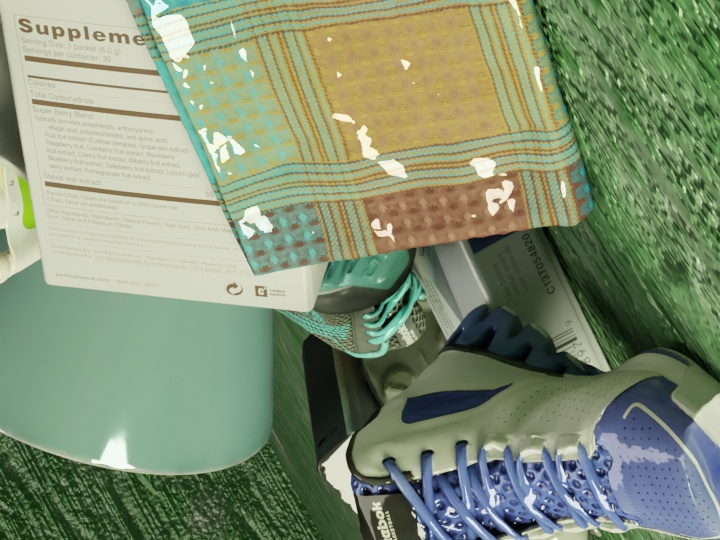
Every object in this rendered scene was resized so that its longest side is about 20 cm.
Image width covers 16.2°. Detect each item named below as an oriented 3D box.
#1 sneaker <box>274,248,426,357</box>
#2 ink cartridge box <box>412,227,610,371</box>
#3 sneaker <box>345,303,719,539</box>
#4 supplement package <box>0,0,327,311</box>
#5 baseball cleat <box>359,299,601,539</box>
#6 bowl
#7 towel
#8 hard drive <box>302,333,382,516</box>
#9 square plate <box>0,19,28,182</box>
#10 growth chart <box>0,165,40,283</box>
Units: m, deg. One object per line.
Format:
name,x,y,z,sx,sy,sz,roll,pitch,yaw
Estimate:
sneaker,0.000,0.000,1.160,0.091,0.078,0.200,40,174,-13
ink cartridge box,0.048,-0.006,1.174,0.200,0.040,0.200,64,172,-9
sneaker,0.063,0.084,0.999,0.199,0.115,0.081,15,135,58
supplement package,-0.069,-0.101,1.019,0.122,0.119,0.201,-72,-16,-47
baseball cleat,0.060,0.091,1.332,0.200,0.069,0.107,61,180,38
bowl,-0.125,0.006,1.287,0.201,0.200,0.106,52,129,53
towel,-0.006,-0.083,0.925,0.022,0.146,0.201,-81,-24,-47
hard drive,0.026,0.109,1.352,0.140,0.033,0.200,47,-172,-14
square plate,-0.132,-0.135,1.061,0.200,0.028,0.199,44,-124,-73
growth chart,-0.143,-0.095,1.134,0.145,0.018,0.201,-50,-36,-57
